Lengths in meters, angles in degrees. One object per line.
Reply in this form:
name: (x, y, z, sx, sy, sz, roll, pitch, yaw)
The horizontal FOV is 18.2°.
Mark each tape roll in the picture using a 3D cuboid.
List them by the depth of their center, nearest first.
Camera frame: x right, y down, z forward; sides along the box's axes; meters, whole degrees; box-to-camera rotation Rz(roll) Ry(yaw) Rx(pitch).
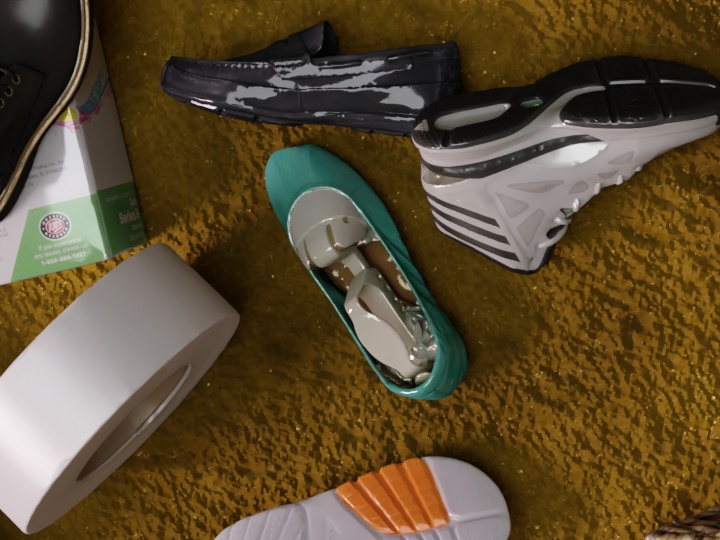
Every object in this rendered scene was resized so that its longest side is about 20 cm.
tape roll: (-0.172, 0.077, 1.472, 0.071, 0.202, 0.203, 43, 107, 6)

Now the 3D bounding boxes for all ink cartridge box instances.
ink cartridge box: (-0.243, -0.095, 1.525, 0.145, 0.087, 0.201, -12, 96, 16)

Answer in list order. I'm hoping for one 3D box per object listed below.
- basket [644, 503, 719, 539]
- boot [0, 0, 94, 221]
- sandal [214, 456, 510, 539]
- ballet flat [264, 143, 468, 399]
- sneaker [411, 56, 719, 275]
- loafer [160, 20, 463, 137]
basket: (0.271, 0.244, 1.440, 0.142, 0.149, 0.201, -6, 98, 50)
boot: (-0.235, -0.112, 1.405, 0.077, 0.138, 0.201, 20, 100, 11)
sandal: (0.000, 0.180, 1.509, 0.206, 0.059, 0.079, -13, 66, 8)
ballet flat: (0.000, 0.000, 1.477, 0.067, 0.070, 0.200, -37, 87, 18)
sneaker: (0.137, -0.065, 1.441, 0.200, 0.076, 0.116, -9, 127, 2)
loafer: (-0.031, -0.128, 1.472, 0.200, 0.068, 0.071, 6, 93, 10)
